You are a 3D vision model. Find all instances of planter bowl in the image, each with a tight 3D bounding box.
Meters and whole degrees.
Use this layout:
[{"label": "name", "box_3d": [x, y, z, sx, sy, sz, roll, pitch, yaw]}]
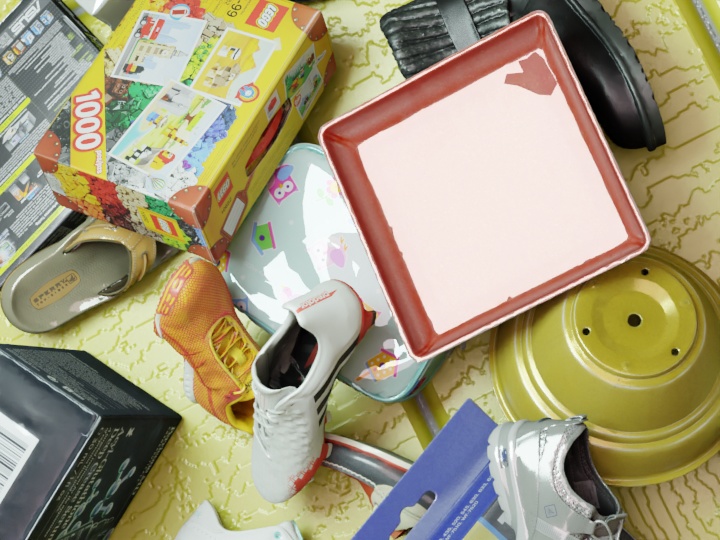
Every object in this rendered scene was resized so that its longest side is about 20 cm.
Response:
[{"label": "planter bowl", "box_3d": [0.197, 0.051, 1.582, 0.200, 0.084, 0.201, 1, 65, -2]}]

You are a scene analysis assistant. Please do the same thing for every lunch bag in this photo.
[{"label": "lunch bag", "box_3d": [0.000, 0.000, 1.675, 0.200, 0.077, 0.161, 32, 92, 13]}]

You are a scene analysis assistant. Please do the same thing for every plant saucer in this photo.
[{"label": "plant saucer", "box_3d": [0.093, -0.060, 1.592, 0.199, 0.037, 0.200, -27, 73, 15]}]

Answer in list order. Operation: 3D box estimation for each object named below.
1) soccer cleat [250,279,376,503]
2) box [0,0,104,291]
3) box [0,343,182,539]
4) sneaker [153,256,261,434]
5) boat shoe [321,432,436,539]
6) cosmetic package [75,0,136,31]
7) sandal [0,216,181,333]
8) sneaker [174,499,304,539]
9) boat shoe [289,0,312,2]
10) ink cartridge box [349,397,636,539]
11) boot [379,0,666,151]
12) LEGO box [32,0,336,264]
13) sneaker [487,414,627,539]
[{"label": "soccer cleat", "box_3d": [-0.054, 0.094, 1.602, 0.069, 0.085, 0.200, 41, 124, 28]}, {"label": "box", "box_3d": [-0.275, -0.106, 1.765, 0.200, 0.044, 0.160, -46, 78, 7]}, {"label": "box", "box_3d": [-0.245, 0.147, 1.658, 0.107, 0.200, 0.149, 32, 94, 13]}, {"label": "sneaker", "box_3d": [-0.104, 0.055, 1.640, 0.077, 0.200, 0.073, 27, 69, 25]}, {"label": "boat shoe", "box_3d": [0.045, 0.181, 1.656, 0.200, 0.071, 0.063, 23, 90, 8]}, {"label": "cosmetic package", "box_3d": [-0.241, -0.287, 1.738, 0.200, 0.108, 0.085, 42, 95, 11]}, {"label": "sandal", "box_3d": [-0.202, -0.015, 1.718, 0.200, 0.054, 0.080, -37, 108, 2]}, {"label": "sneaker", "box_3d": [-0.057, 0.242, 1.677, 0.200, 0.075, 0.089, 23, 80, 15]}, {"label": "boat shoe", "box_3d": [0.005, -0.271, 1.703, 0.200, 0.072, 0.073, -18, 77, 1]}, {"label": "ink cartridge box", "box_3d": [0.097, 0.232, 1.589, 0.200, 0.047, 0.198, 43, 76, -10]}, {"label": "boot", "box_3d": [0.125, -0.147, 1.653, 0.158, 0.079, 0.211, -32, 69, 2]}, {"label": "LEGO box", "box_3d": [-0.133, -0.123, 1.656, 0.149, 0.077, 0.200, 19, 63, 22]}, {"label": "sneaker", "box_3d": [0.156, 0.198, 1.534, 0.082, 0.075, 0.200, -21, 90, 34]}]
